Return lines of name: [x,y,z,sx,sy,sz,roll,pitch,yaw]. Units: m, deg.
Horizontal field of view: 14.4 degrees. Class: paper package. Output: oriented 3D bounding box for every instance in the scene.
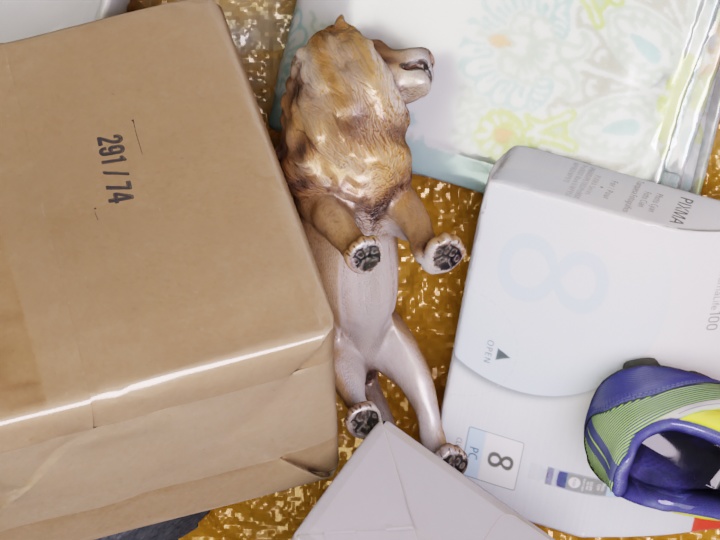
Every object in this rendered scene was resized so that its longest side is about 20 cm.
paper package: [-0.120,0.003,1.188,0.190,0.104,0.200,-14,54,-10]

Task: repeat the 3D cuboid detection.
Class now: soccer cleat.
soccer cleat: [0.190,0.089,1.187,0.199,0.084,0.065,11,118,-5]

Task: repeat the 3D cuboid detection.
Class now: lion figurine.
lion figurine: [0.000,0.000,1.227,0.072,0.123,0.201,-6,123,-20]

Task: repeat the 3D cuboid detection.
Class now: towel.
towel: [0.072,-0.116,1.259,0.199,0.048,0.172,17,96,11]

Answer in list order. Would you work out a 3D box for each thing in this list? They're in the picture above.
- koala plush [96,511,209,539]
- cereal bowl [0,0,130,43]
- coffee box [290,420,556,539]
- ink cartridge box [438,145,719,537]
koala plush: [-0.201,0.080,1.286,0.177,0.184,0.200,-47,72,12]
cereal bowl: [-0.190,-0.154,1.297,0.199,0.083,0.201,1,94,13]
coffee box: [0.005,0.170,1.225,0.113,0.080,0.200,35,140,4]
ink cartridge box: [0.138,0.049,1.229,0.199,0.047,0.161,17,119,12]
